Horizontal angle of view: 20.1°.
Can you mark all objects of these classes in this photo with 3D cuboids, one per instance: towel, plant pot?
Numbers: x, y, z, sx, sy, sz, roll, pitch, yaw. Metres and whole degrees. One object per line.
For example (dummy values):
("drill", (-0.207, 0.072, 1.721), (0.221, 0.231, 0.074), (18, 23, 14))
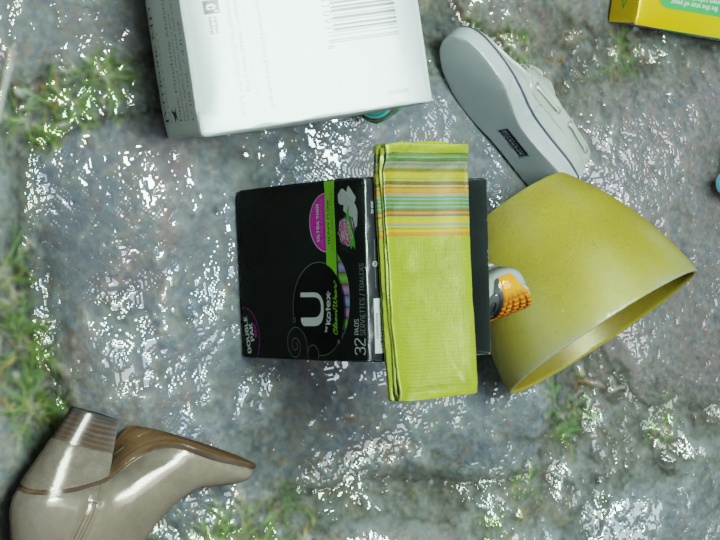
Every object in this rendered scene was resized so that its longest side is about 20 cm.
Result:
("towel", (0.054, 0.000, 1.577), (0.086, 0.018, 0.200), (-4, 91, -32))
("plant pot", (0.178, -0.002, 1.817), (0.200, 0.200, 0.142), (-27, 78, -31))

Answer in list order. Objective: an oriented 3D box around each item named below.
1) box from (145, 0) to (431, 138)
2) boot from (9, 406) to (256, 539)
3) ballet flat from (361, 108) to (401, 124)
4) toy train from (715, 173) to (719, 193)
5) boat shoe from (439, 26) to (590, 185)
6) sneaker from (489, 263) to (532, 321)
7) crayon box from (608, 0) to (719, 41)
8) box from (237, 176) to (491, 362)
("box", (-0.065, -0.217, 1.647), (0.200, 0.131, 0.199), (-10, 94, -16))
("boot", (-0.189, 0.197, 1.629), (0.200, 0.070, 0.146), (19, 85, -31))
("ballet flat", (0.018, -0.229, 1.770), (0.070, 0.067, 0.200), (-14, 97, -72))
("toy train", (0.430, -0.127, 2.054), (0.200, 0.056, 0.151), (-4, 92, -31))
("boat shoe", (0.147, -0.155, 1.854), (0.200, 0.072, 0.066), (49, 60, -24))
("sneaker", (0.078, 0.006, 1.735), (0.076, 0.200, 0.092), (-17, 89, -21))
("crayon box", (0.350, -0.310, 1.967), (0.200, 0.058, 0.173), (6, 98, -25))
("box", (0.000, 0.000, 1.672), (0.124, 0.200, 0.149), (-1, 90, -32))
